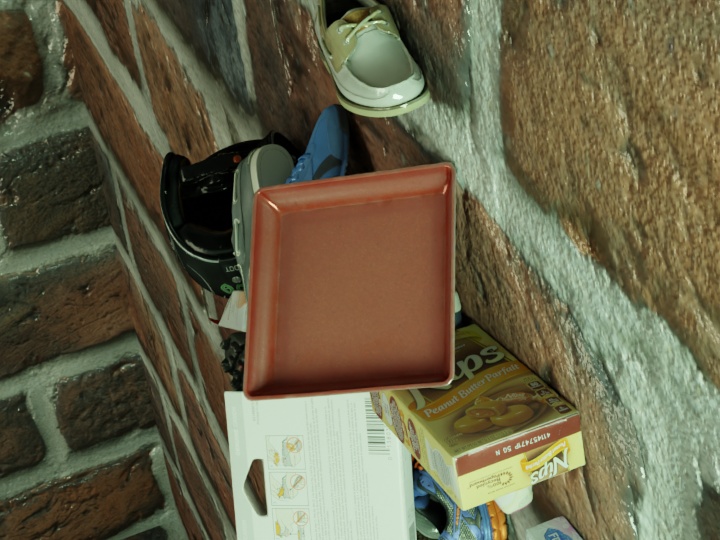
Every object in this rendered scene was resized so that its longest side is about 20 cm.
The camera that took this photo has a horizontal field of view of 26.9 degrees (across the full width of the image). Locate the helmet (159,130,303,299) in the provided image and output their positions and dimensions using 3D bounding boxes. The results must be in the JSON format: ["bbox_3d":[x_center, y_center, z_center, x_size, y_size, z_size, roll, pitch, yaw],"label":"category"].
[{"bbox_3d":[-0.132,-0.065,1.730,0.191,0.199,0.201,42,-156,-72],"label":"helmet"}]

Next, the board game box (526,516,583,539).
[{"bbox_3d":[0.207,0.347,1.281,0.200,0.041,0.201,-128,26,-52],"label":"board game box"}]

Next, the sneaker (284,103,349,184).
[{"bbox_3d":[-0.058,-0.077,1.547,0.066,0.078,0.202,149,131,-80],"label":"sneaker"}]

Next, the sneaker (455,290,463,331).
[{"bbox_3d":[0.045,0.066,1.468,0.200,0.074,0.085,-179,77,-74],"label":"sneaker"}]

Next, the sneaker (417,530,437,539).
[{"bbox_3d":[0.012,0.336,1.675,0.071,0.198,0.076,-69,-27,-58],"label":"sneaker"}]

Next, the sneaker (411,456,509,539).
[{"bbox_3d":[0.076,0.199,1.501,0.076,0.078,0.201,96,152,-54],"label":"sneaker"}]

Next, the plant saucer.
[{"bbox_3d":[-0.004,0.015,1.329,0.037,0.198,0.202,36,-128,-61],"label":"plant saucer"}]

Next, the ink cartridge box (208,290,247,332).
[{"bbox_3d":[-0.075,0.053,1.714,0.200,0.161,0.051,-168,87,-73],"label":"ink cartridge box"}]

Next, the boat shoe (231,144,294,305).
[{"bbox_3d":[-0.102,-0.030,1.596,0.062,0.072,0.202,-8,82,51],"label":"boat shoe"}]

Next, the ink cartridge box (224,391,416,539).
[{"bbox_3d":[-0.037,0.208,1.476,0.045,0.175,0.202,-36,-56,-70],"label":"ink cartridge box"}]

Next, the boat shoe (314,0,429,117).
[{"bbox_3d":[0.000,-0.198,1.334,0.200,0.074,0.069,-129,21,-55],"label":"boat shoe"}]

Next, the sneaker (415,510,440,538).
[{"bbox_3d":[0.060,0.205,1.609,0.080,0.070,0.201,76,173,-50],"label":"sneaker"}]

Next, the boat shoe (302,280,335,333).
[{"bbox_3d":[0.009,0.019,1.393,0.072,0.201,0.068,27,170,9],"label":"boat shoe"}]

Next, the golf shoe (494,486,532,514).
[{"bbox_3d":[0.100,0.160,1.393,0.200,0.075,0.092,-144,35,-67],"label":"golf shoe"}]

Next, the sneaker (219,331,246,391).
[{"bbox_3d":[-0.066,0.133,1.679,0.200,0.098,0.071,41,139,11],"label":"sneaker"}]

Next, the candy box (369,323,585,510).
[{"bbox_3d":[0.093,0.120,1.286,0.200,0.115,0.056,-137,33,-60],"label":"candy box"}]
